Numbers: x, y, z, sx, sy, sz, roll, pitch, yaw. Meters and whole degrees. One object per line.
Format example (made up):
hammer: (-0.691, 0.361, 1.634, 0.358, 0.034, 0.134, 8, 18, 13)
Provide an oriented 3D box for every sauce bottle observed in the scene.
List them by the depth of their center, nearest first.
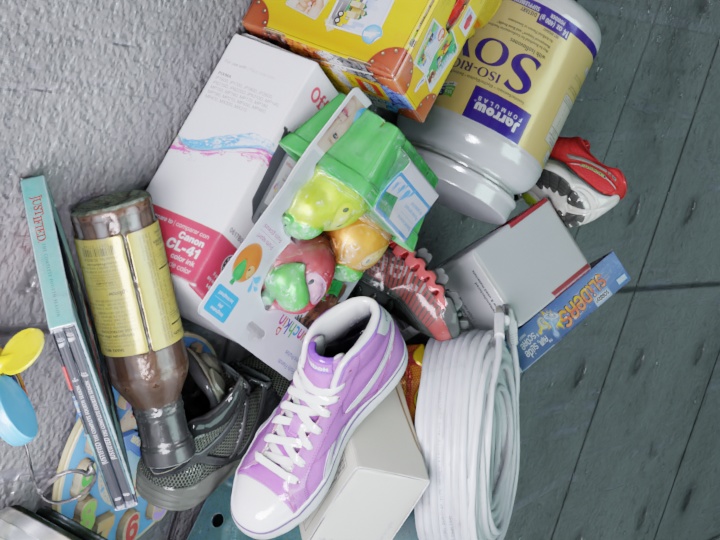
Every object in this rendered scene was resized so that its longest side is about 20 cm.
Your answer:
sauce bottle: (-0.161, 0.045, 1.313, 0.065, 0.064, 0.202, -28, 113, -51)

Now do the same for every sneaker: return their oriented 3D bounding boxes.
sneaker: (-0.044, 0.105, 1.378, 0.201, 0.072, 0.114, -57, 159, -13)
sneaker: (-0.102, 0.097, 1.436, 0.199, 0.076, 0.115, -36, 147, -49)
sneaker: (0.000, 0.000, 1.524, 0.098, 0.200, 0.071, -44, 168, -13)
sneaker: (0.039, 0.135, 1.662, 0.200, 0.076, 0.074, 91, -13, -62)
sneaker: (0.182, -0.104, 1.754, 0.084, 0.200, 0.078, -23, 131, -25)

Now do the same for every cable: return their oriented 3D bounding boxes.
cable: (0.091, 0.150, 1.550, 0.201, 0.069, 0.201, -67, 155, -53)

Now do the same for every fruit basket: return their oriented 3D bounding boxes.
fruit basket: (-0.025, -0.020, 1.366, 0.201, 0.093, 0.185, -60, 153, -8)

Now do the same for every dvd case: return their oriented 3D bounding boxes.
dvd case: (-0.196, 0.052, 1.258, 0.022, 0.147, 0.201, -15, 137, -6)

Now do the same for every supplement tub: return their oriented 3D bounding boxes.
supplement tub: (0.120, -0.159, 1.658, 0.201, 0.145, 0.145, -65, 153, -7)

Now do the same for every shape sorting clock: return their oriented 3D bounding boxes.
shape sorting clock: (-0.176, 0.142, 1.454, 0.200, 0.039, 0.201, -41, 143, -41)

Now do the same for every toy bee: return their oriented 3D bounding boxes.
toy bee: (-0.262, 0.084, 1.195, 0.130, 0.109, 0.200, -20, 153, -7)

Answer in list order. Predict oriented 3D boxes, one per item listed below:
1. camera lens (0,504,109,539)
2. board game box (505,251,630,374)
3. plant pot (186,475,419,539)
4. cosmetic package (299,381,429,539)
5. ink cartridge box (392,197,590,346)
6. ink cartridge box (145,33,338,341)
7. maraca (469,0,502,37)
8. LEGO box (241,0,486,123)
camera lens: (-0.237, 0.284, 1.313, 0.201, 0.159, 0.160, -61, 153, -13)
board game box: (0.156, 0.062, 1.734, 0.200, 0.035, 0.135, -36, -178, -37)
plant pot: (-0.053, 0.259, 1.613, 0.200, 0.195, 0.198, 36, 78, -57)
cosmetic package: (-0.015, 0.130, 1.514, 0.073, 0.201, 0.104, 13, 128, -26)
ink cartridge box: (0.096, 0.030, 1.703, 0.199, 0.084, 0.144, -32, -179, 42)
ink cartridge box: (-0.088, -0.060, 1.414, 0.201, 0.085, 0.148, -60, 152, -11)
maraca: (0.064, -0.239, 1.528, 0.201, 0.106, 0.138, -59, 161, -30)
LEGO box: (0.023, -0.239, 1.412, 0.201, 0.148, 0.077, -62, 153, -10)
